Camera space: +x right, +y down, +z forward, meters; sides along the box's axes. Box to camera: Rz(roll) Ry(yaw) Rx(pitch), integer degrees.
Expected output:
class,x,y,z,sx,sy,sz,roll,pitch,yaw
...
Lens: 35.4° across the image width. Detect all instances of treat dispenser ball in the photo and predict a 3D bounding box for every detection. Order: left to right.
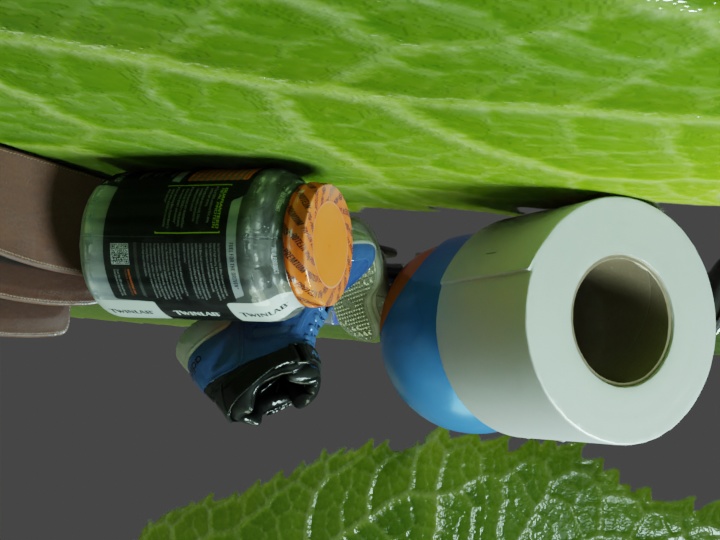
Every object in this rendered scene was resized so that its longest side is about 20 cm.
class,x,y,z,sx,sy,sz,roll,pitch,yaw
treat dispenser ball,0.118,0.065,1.146,0.199,0.203,0.201,4,173,0

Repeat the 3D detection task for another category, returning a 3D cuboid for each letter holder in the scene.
class,x,y,z,sx,sy,sz,roll,pitch,yaw
letter holder,-0.283,-0.016,0.956,0.100,0.144,0.200,0,172,30

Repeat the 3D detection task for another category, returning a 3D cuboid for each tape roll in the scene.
class,x,y,z,sx,sy,sz,roll,pitch,yaw
tape roll,0.183,0.045,0.968,0.201,0.205,0.139,7,172,-26

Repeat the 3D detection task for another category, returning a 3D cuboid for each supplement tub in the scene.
class,x,y,z,sx,sy,sz,roll,pitch,yaw
supplement tub,-0.115,-0.021,0.911,0.198,0.124,0.122,1,172,23

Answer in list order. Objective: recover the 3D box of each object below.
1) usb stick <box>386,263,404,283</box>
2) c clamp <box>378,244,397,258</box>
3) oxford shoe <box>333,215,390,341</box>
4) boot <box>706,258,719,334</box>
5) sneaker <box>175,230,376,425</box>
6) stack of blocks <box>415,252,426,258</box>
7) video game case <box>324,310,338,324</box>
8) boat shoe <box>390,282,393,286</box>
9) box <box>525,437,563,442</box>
class,x,y,z,sx,sy,sz,roll,pitch,yaw
usb stick,-0.040,0.002,1.414,0.198,0.033,0.055,5,174,-3
c clamp,-0.067,-0.024,1.241,0.198,0.027,0.171,1,172,25
oxford shoe,0.000,0.000,1.168,0.075,0.058,0.201,23,152,20
boot,0.286,0.031,1.196,0.173,0.201,0.069,33,-161,3
sneaker,-0.048,0.055,0.963,0.199,0.111,0.077,-32,149,-18
stack of blocks,0.119,0.050,1.382,0.058,0.116,0.200,1,172,20
video game case,-0.040,0.039,1.505,0.180,0.046,0.199,7,-176,39
boat shoe,0.054,0.054,1.394,0.065,0.073,0.200,-9,173,18
box,0.274,0.112,1.418,0.199,0.107,0.152,-37,180,-10
